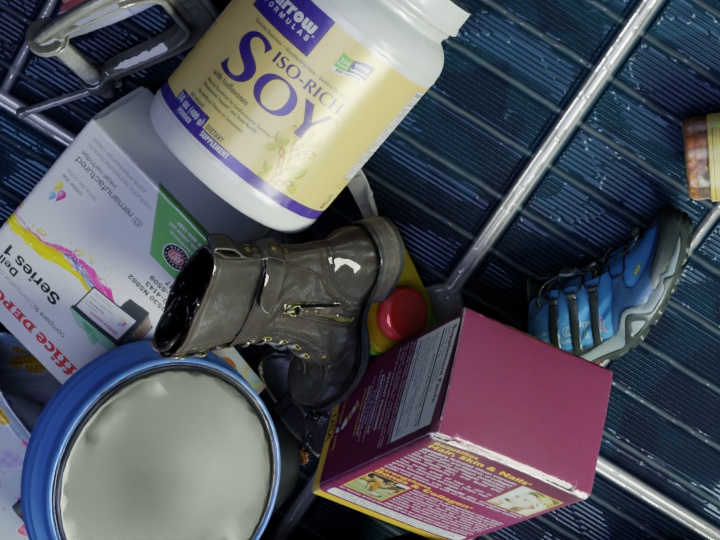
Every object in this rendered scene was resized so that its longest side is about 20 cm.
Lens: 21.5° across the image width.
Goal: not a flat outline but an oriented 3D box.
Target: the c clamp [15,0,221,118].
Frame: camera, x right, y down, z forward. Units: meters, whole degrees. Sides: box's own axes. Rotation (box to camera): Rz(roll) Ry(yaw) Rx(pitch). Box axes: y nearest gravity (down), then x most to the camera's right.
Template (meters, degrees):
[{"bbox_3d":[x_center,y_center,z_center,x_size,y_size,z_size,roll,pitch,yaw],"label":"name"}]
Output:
[{"bbox_3d":[-0.180,-0.156,1.337,0.171,0.200,0.027,-20,80,-2],"label":"c clamp"}]

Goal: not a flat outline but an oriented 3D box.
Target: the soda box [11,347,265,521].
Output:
[{"bbox_3d":[-0.168,0.134,1.442,0.064,0.200,0.068,53,154,-22],"label":"soda box"}]

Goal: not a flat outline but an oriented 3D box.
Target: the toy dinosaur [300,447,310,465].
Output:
[{"bbox_3d":[-0.122,0.221,1.530,0.136,0.102,0.200,48,116,3],"label":"toy dinosaur"}]

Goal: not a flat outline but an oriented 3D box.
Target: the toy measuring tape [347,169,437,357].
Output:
[{"bbox_3d":[0.000,0.000,1.418,0.074,0.074,0.200,-20,111,17],"label":"toy measuring tape"}]

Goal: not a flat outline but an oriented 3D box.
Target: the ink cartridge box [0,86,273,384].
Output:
[{"bbox_3d":[-0.183,-0.014,1.413,0.145,0.084,0.200,46,124,0],"label":"ink cartridge box"}]

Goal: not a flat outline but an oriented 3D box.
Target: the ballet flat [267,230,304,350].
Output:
[{"bbox_3d":[-0.080,-0.033,1.429,0.066,0.057,0.200,-19,108,17],"label":"ballet flat"}]

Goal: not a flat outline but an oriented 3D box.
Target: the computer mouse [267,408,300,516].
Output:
[{"bbox_3d":[-0.114,0.190,1.465,0.138,0.053,0.200,38,72,-5],"label":"computer mouse"}]

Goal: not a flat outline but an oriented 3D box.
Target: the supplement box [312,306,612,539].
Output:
[{"bbox_3d":[0.070,0.119,1.379,0.131,0.103,0.200,25,153,-19],"label":"supplement box"}]

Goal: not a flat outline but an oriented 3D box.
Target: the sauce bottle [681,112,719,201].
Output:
[{"bbox_3d":[0.328,-0.087,1.331,0.200,0.066,0.066,-6,112,13],"label":"sauce bottle"}]

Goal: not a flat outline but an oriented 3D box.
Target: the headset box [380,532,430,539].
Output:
[{"bbox_3d":[-0.005,0.307,1.444,0.174,0.093,0.200,-9,98,-24],"label":"headset box"}]

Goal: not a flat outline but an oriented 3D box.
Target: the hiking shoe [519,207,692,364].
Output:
[{"bbox_3d":[0.167,0.025,1.401,0.087,0.074,0.200,33,115,-6],"label":"hiking shoe"}]

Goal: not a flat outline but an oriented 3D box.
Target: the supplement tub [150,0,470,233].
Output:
[{"bbox_3d":[-0.034,-0.141,1.316,0.145,0.145,0.200,39,102,-8],"label":"supplement tub"}]

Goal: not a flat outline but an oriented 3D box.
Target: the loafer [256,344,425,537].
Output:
[{"bbox_3d":[-0.003,0.130,1.483,0.200,0.063,0.072,42,113,-9],"label":"loafer"}]

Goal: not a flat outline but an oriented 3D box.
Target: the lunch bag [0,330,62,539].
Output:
[{"bbox_3d":[-0.296,0.145,1.509,0.170,0.127,0.200,-28,117,21],"label":"lunch bag"}]

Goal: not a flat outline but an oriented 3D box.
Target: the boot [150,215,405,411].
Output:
[{"bbox_3d":[-0.071,0.036,1.341,0.069,0.174,0.200,53,138,33],"label":"boot"}]

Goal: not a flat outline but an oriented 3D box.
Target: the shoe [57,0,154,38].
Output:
[{"bbox_3d":[-0.143,-0.243,1.346,0.200,0.071,0.091,-24,103,16],"label":"shoe"}]

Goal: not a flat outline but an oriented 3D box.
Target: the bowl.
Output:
[{"bbox_3d":[-0.148,0.152,1.378,0.201,0.039,0.201,-7,103,-32],"label":"bowl"}]
